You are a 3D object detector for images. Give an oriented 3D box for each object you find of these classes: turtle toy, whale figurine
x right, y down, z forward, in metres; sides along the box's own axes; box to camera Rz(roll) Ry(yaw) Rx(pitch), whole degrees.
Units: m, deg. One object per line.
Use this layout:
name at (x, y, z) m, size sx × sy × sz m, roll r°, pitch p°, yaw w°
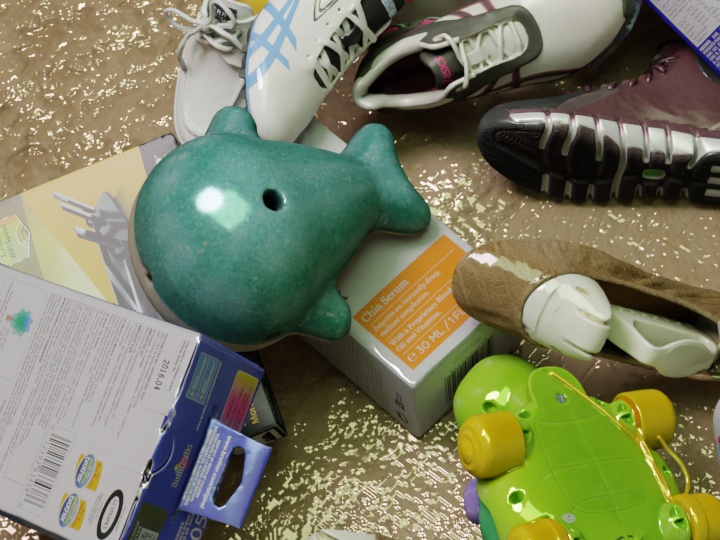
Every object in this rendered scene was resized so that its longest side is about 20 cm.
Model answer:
turtle toy at (0.119, 0.128, 1.368) m, size 0.145 × 0.101 × 0.201 m, roll -6°, pitch 53°, yaw -26°
whale figurine at (-0.041, -0.035, 1.377) m, size 0.199 × 0.104 × 0.160 m, roll -21°, pitch 79°, yaw -30°

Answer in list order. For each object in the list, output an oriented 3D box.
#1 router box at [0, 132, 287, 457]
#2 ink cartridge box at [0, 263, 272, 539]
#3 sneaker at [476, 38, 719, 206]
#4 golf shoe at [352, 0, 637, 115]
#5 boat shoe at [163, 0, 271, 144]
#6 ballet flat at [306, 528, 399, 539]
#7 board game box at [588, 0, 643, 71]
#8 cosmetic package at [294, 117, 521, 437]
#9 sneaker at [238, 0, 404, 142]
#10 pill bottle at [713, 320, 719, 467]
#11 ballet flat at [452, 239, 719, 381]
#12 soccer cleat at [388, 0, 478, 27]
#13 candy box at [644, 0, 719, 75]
router box at (-0.152, 0.036, 1.429) m, size 0.156 × 0.052 × 0.201 m, roll -22°, pitch 77°, yaw 2°
ink cartridge box at (-0.146, 0.092, 1.315) m, size 0.199 × 0.076 × 0.137 m, roll 17°, pitch 82°, yaw 36°
sneaker at (0.177, -0.109, 1.529) m, size 0.198 × 0.076 × 0.116 m, roll 8°, pitch 55°, yaw -3°
golf shoe at (0.087, -0.144, 1.504) m, size 0.199 × 0.078 × 0.088 m, roll -20°, pitch 12°, yaw 26°
boat shoe at (-0.084, -0.169, 1.517) m, size 0.074 × 0.086 × 0.203 m, roll 29°, pitch 102°, yaw 20°
ballet flat at (-0.008, 0.187, 1.300) m, size 0.072 × 0.200 × 0.068 m, roll 37°, pitch 107°, yaw -4°
board game box at (0.138, -0.249, 1.573) m, size 0.198 × 0.062 × 0.201 m, roll 17°, pitch 60°, yaw -13°
cosmetic package at (0.000, 0.000, 1.471) m, size 0.200 × 0.071 × 0.101 m, roll 39°, pitch 69°, yaw 24°
sneaker at (-0.018, -0.161, 1.486) m, size 0.072 × 0.072 × 0.201 m, roll 5°, pitch 55°, yaw 34°
pill bottle at (0.263, 0.121, 1.317) m, size 0.108 × 0.109 × 0.202 m, roll -9°, pitch 86°, yaw -1°
ballet flat at (0.153, 0.031, 1.390) m, size 0.199 × 0.068 × 0.072 m, roll 16°, pitch 23°, yaw -25°
soccer cleat at (-0.008, -0.199, 1.593) m, size 0.198 × 0.070 × 0.078 m, roll -8°, pitch 56°, yaw 3°
candy box at (0.254, -0.228, 1.525) m, size 0.200 × 0.077 × 0.169 m, roll 45°, pitch 53°, yaw 1°
